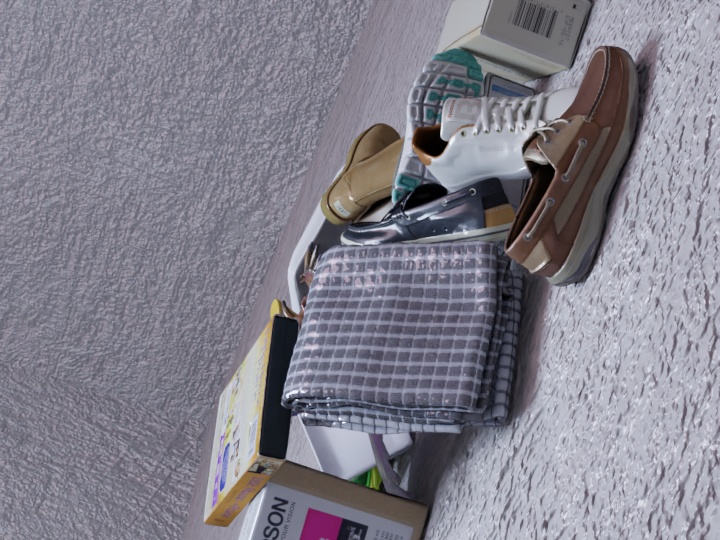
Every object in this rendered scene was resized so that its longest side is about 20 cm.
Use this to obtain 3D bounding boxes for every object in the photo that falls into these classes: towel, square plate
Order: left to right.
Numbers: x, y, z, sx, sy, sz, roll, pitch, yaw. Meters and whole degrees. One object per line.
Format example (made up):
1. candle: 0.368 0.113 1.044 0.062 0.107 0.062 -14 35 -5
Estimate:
1. square plate: -0.050 -0.017 1.496 0.199 0.028 0.201 86 -155 -55
2. towel: 0.038 0.057 1.002 0.086 0.198 0.167 54 -139 -48

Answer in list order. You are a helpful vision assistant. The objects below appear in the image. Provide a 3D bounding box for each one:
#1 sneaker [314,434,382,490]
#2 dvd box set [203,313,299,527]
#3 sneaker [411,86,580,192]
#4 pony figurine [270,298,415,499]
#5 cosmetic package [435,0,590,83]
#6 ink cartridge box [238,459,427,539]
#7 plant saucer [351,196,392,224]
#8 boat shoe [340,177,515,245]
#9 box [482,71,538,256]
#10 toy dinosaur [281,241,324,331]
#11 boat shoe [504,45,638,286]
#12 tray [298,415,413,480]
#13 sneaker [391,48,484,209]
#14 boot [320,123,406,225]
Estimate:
1. sneaker: -0.008 0.199 1.311 0.074 0.083 0.201 109 174 -54
2. dvd box set: -0.109 0.152 1.110 0.200 0.029 0.147 126 152 -53
3. sneaker: 0.124 -0.128 1.029 0.199 0.084 0.073 -20 43 45
4. pony figurine: 0.005 0.121 1.173 0.167 0.198 0.194 -62 27 31
5. cosmetic package: 0.155 -0.252 1.192 0.200 0.103 0.074 -161 90 -81
6. ink cartridge box: -0.042 0.298 1.088 0.075 0.163 0.202 153 134 -77
7. plant saucer: 0.058 -0.111 1.437 0.200 0.029 0.200 -41 12 11
8. boat shoe: 0.061 -0.050 1.060 0.199 0.074 0.063 -7 97 44
9. box: 0.127 -0.091 1.174 0.117 0.060 0.201 123 163 -56
10. toy dinosaur: 0.000 0.000 1.178 0.200 0.134 0.087 -64 -21 -65
11. boat shoe: 0.168 -0.091 0.904 0.076 0.071 0.202 153 135 -76
12. tray: -0.015 0.163 1.296 0.022 0.107 0.200 65 177 -39
13. sneaker: 0.071 -0.133 1.180 0.091 0.077 0.202 147 143 -82
14. boot: 0.052 -0.140 1.357 0.199 0.066 0.176 -25 30 52
